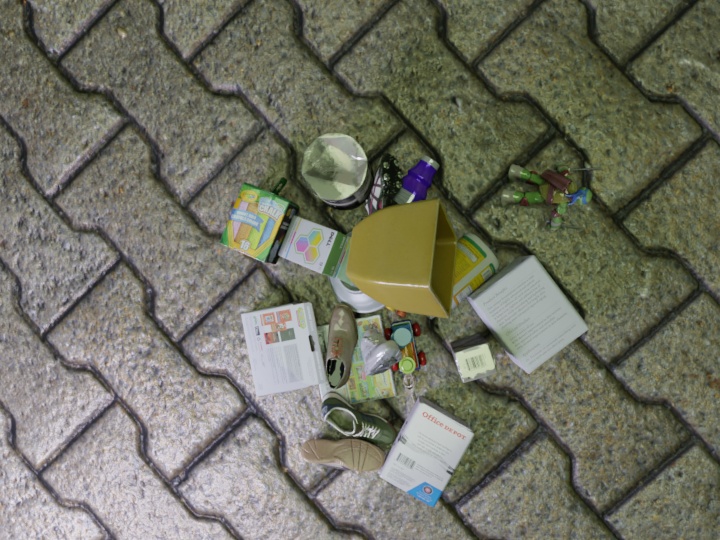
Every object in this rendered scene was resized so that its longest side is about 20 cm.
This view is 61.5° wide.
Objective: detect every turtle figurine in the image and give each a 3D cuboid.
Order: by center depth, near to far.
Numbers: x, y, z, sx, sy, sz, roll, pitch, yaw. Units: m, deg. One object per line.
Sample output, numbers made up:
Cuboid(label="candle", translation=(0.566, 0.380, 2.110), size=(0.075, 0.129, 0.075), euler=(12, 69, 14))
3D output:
Cuboid(label="turtle figurine", translation=(0.438, -0.172, 1.402), size=(0.193, 0.200, 0.145), euler=(16, 115, 24))

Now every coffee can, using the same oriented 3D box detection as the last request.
Cuboid(label="coffee can", translation=(-0.047, -0.221, 1.380), size=(0.146, 0.200, 0.147), euler=(0, 89, 5))

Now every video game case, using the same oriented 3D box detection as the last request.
Cuboid(label="video game case", translation=(-0.020, 0.221, 1.466), size=(0.181, 0.023, 0.201), euler=(-11, 88, 5))

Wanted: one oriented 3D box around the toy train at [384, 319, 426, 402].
Cuboid(label="toy train", translation=(0.112, 0.220, 1.407), size=(0.084, 0.116, 0.201), euler=(-11, 89, 5))

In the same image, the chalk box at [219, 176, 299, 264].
Cuboid(label="chalk box", translation=(-0.229, -0.130, 1.435), size=(0.123, 0.125, 0.201), euler=(22, 91, 4))

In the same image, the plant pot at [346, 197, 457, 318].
Cuboid(label="plant pot", translation=(0.083, -0.022, 1.279), size=(0.199, 0.196, 0.195), euler=(1, 68, 20))

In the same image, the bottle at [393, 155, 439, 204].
Cuboid(label="bottle", translation=(0.112, -0.177, 1.429), size=(0.083, 0.065, 0.200), euler=(35, 92, 34))

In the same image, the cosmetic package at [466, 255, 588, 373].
Cuboid(label="cosmetic package", translation=(0.367, 0.093, 1.361), size=(0.167, 0.166, 0.200), euler=(-36, 88, 4))

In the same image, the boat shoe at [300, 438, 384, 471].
Cuboid(label="boat shoe", translation=(-0.041, 0.440, 1.447), size=(0.199, 0.065, 0.072), euler=(2, 72, 4))

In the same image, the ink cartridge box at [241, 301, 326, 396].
Cuboid(label="ink cartridge box", translation=(-0.174, 0.182, 1.447), size=(0.175, 0.084, 0.201), euler=(-10, 89, 7))

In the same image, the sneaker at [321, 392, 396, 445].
Cuboid(label="sneaker", translation=(-0.008, 0.366, 1.418), size=(0.200, 0.090, 0.067), euler=(31, 102, -4))

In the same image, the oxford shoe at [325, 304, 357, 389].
Cuboid(label="oxford shoe", translation=(-0.046, 0.181, 1.416), size=(0.070, 0.075, 0.201), euler=(2, 93, 6))

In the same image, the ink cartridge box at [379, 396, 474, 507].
Cuboid(label="ink cartridge box", translation=(0.155, 0.421, 1.419), size=(0.146, 0.084, 0.201), euler=(29, 92, 4))

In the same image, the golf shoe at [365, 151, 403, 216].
Cuboid(label="golf shoe", translation=(0.046, -0.180, 1.388), size=(0.088, 0.077, 0.201), euler=(-18, 57, 41))

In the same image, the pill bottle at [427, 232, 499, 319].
Cuboid(label="pill bottle", translation=(0.210, 0.017, 1.391), size=(0.200, 0.113, 0.113), euler=(-41, 87, -3))

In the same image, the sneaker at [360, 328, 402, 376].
Cuboid(label="sneaker", translation=(0.034, 0.175, 1.359), size=(0.078, 0.200, 0.100), euler=(-14, 75, -17))

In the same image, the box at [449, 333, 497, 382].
Cuboid(label="box", translation=(0.249, 0.192, 1.353), size=(0.082, 0.200, 0.069), euler=(-18, 88, 4))

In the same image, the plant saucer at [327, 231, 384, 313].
Cuboid(label="plant saucer", translation=(0.000, 0.000, 1.417), size=(0.199, 0.050, 0.201), euler=(-1, 88, 28))

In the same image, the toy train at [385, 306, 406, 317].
Cuboid(label="toy train", translation=(0.103, 0.010, 1.439), size=(0.150, 0.056, 0.201), euler=(-20, 88, 5))

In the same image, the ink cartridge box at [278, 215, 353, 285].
Cuboid(label="ink cartridge box", translation=(-0.090, -0.049, 1.410), size=(0.199, 0.059, 0.104), euler=(23, 92, 35))
